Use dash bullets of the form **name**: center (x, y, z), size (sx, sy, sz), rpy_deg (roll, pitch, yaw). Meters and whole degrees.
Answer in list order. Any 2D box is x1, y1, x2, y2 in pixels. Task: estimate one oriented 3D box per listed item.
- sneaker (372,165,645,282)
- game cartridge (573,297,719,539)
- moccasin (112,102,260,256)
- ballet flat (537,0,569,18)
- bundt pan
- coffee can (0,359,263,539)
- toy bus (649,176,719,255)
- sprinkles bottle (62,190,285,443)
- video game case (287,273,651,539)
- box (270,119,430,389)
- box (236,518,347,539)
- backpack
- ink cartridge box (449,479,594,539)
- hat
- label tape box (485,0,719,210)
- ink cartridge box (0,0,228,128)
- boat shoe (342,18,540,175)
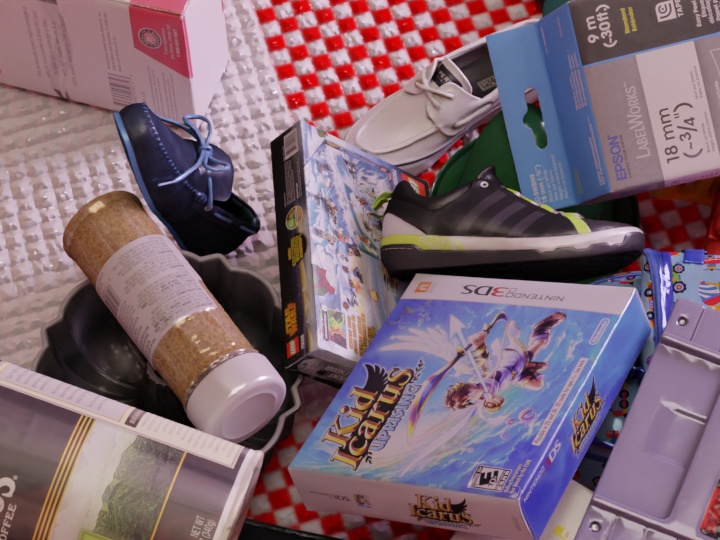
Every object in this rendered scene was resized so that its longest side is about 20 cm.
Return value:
- **sneaker**: center (0.106, -0.039, 1.522), size (0.199, 0.072, 0.083), rpy_deg (-1, 76, 8)
- **game cartridge**: center (0.232, 0.122, 1.371), size (0.129, 0.038, 0.201), rpy_deg (18, 62, 17)
- **moccasin**: center (-0.127, -0.075, 1.560), size (0.068, 0.200, 0.081), rpy_deg (-21, 67, 5)
- **ballet flat**: center (0.175, -0.236, 1.746), size (0.072, 0.068, 0.200), rpy_deg (-10, 51, -27)
- **bundt pan**: center (-0.136, 0.089, 1.533), size (0.201, 0.076, 0.203), rpy_deg (-1, 57, 1)
- **coffee can**: center (-0.180, 0.154, 1.379), size (0.199, 0.147, 0.147), rpy_deg (19, 59, 2)
- **toy bus**: center (0.281, -0.097, 1.609), size (0.199, 0.136, 0.193), rpy_deg (18, 73, 4)
- **sprinkles bottle**: center (-0.134, 0.032, 1.484), size (0.068, 0.068, 0.200), rpy_deg (-31, 62, -17)
- **video game case**: center (0.075, 0.086, 1.416), size (0.181, 0.046, 0.200), rpy_deg (3, 43, 35)
- **box**: center (0.000, 0.000, 1.559), size (0.137, 0.040, 0.201), rpy_deg (24, 47, -36)
- **box**: center (-0.048, 0.276, 1.426), size (0.158, 0.046, 0.201), rpy_deg (11, 58, 12)
- **backpack**: center (0.211, 0.075, 1.497), size (0.199, 0.135, 0.183), rpy_deg (5, 58, 6)
- **ink cartridge box**: center (0.132, 0.228, 1.405), size (0.199, 0.129, 0.125), rpy_deg (29, 63, 20)
- **hat**: center (0.128, -0.099, 1.581), size (0.165, 0.176, 0.201), rpy_deg (-11, 57, -4)
- **label tape box**: center (0.200, -0.130, 1.530), size (0.199, 0.063, 0.145), rpy_deg (-13, 87, 8)
- **ink cartridge box**: center (-0.215, -0.206, 1.682), size (0.199, 0.147, 0.083), rpy_deg (14, 58, 10)
- **boat shoe**: center (0.071, -0.139, 1.677), size (0.199, 0.066, 0.072), rpy_deg (-25, 59, -13)
